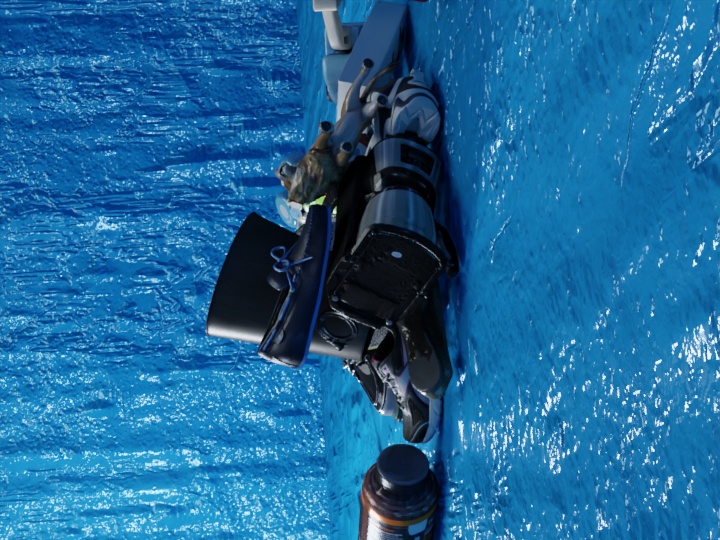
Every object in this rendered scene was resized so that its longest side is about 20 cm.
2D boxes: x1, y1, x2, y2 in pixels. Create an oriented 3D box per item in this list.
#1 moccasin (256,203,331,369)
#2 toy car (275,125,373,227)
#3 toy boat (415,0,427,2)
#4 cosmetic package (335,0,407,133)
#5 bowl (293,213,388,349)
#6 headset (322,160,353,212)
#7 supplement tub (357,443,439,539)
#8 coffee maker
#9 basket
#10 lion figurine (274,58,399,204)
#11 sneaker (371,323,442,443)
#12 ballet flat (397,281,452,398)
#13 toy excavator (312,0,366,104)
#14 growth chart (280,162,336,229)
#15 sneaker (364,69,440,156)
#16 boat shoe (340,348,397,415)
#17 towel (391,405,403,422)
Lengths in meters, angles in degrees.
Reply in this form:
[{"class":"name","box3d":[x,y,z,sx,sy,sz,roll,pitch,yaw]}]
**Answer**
[{"class":"moccasin","box3d":[-0.079,0.018,1.396,0.080,0.068,0.200,-135,56,-84]},{"class":"toy car","box3d":[0.002,-0.105,1.814,0.200,0.184,0.177,51,154,21]},{"class":"toy boat","box3d":[0.033,-0.384,1.388,0.200,0.131,0.131,-117,26,-74]},{"class":"cosmetic package","box3d":[0.017,-0.285,1.632,0.083,0.051,0.200,92,-166,-47]},{"class":"bowl","box3d":[0.000,0.000,1.619,0.094,0.201,0.201,-45,-39,-57]},{"class":"headset","box3d":[0.029,-0.107,1.640,0.200,0.123,0.094,-55,42,37]},{"class":"supplement tub","box3d":[0.052,0.328,1.616,0.107,0.107,0.200,-100,10,-47]},{"class":"coffee maker","box3d":[0.017,-0.042,1.428,0.135,0.192,0.200,46,-152,-27]},{"class":"basket","box3d":[-0.074,0.033,1.530,0.136,0.200,0.180,98,-169,-62]},{"class":"lion figurine","box3d":[-0.022,-0.170,1.472,0.200,0.072,0.122,-49,-4,-26]},{"class":"sneaker","box3d":[0.055,0.131,1.553,0.080,0.086,0.200,-139,46,-72]},{"class":"ballet flat","box3d":[0.080,0.068,1.457,0.046,0.067,0.200,32,-142,-45]},{"class":"toy excavator","box3d":[-0.019,-0.329,1.735,0.200,0.100,0.195,-53,-38,-70]},{"class":"growth chart","box3d":[-0.043,-0.078,1.760,0.018,0.145,0.200,-63,-31,-41]},{"class":"sneaker","box3d":[0.043,-0.174,1.535,0.130,0.079,0.199,-89,14,-48]},{"class":"boat shoe","box3d":[0.002,0.120,1.654,0.072,0.068,0.200,113,151,-43]},{"class":"towel","box3d":[0.037,0.110,1.692,0.200,0.022,0.147,-136,52,-63]}]
